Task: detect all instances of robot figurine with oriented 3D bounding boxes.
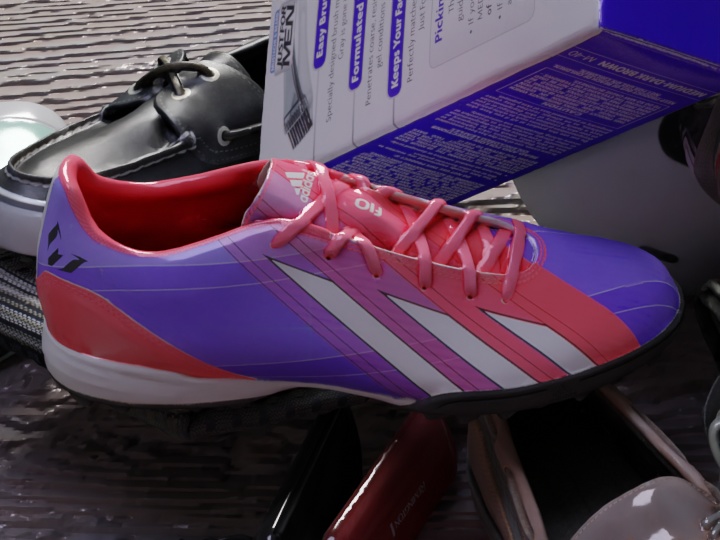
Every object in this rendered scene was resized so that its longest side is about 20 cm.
[{"bbox_3d":[0.138,-0.078,1.009,0.200,0.125,0.150,-38,29,-32],"label":"robot figurine"}]

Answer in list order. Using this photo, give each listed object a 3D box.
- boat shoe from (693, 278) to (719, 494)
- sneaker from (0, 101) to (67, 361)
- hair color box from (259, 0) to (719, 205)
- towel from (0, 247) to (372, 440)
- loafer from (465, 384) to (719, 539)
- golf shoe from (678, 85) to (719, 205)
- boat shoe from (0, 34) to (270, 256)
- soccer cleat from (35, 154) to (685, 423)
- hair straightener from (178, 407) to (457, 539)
[{"bbox_3d":[0.138,0.055,0.863,0.063,0.071,0.200,-12,23,5],"label":"boat shoe"},{"bbox_3d":[-0.202,0.002,1.091,0.199,0.074,0.118,-17,34,1],"label":"sneaker"},{"bbox_3d":[0.044,-0.092,0.929,0.200,0.065,0.110,-20,60,54],"label":"hair color box"},{"bbox_3d":[-0.039,-0.001,0.998,0.199,0.035,0.192,-13,24,-37],"label":"towel"},{"bbox_3d":[0.076,0.079,0.850,0.072,0.063,0.200,-21,32,-10],"label":"loafer"},{"bbox_3d":[0.196,-0.032,0.900,0.199,0.073,0.092,15,21,-17],"label":"golf shoe"},{"bbox_3d":[-0.055,-0.053,1.020,0.068,0.057,0.199,22,29,39],"label":"boat shoe"},{"bbox_3d":[0.000,0.000,0.865,0.199,0.074,0.068,-1,32,2],"label":"soccer cleat"},{"bbox_3d":[-0.039,0.110,0.888,0.077,0.041,0.200,2,40,28],"label":"hair straightener"}]
